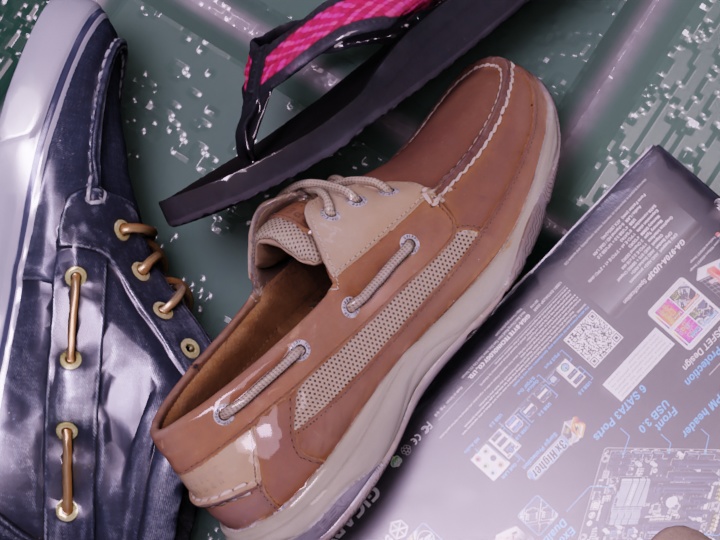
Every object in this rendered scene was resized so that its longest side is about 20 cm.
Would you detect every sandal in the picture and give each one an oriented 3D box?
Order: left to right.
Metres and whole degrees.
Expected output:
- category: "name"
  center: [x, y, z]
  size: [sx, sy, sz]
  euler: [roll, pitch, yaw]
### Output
- category: "sandal"
  center: [0.004, -0.083, 0.888]
  size: [0.200, 0.075, 0.045]
  euler: [-38, 102, -15]

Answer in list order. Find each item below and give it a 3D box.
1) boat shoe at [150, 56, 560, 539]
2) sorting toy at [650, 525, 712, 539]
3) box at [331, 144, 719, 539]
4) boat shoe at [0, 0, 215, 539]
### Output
- category: "boat shoe"
  center: [0.000, 0.000, 0.852]
  size: [0.072, 0.076, 0.200]
  euler: [42, 63, -21]
- category: "sorting toy"
  center: [0.116, 0.203, 0.746]
  size: [0.185, 0.036, 0.200]
  euler: [33, 73, 6]
- category: "box"
  center: [0.091, 0.081, 0.859]
  size: [0.159, 0.046, 0.200]
  euler: [42, 84, 14]
- category: "boat shoe"
  center: [-0.086, 0.007, 0.891]
  size: [0.091, 0.071, 0.201]
  euler: [9, 83, 6]
